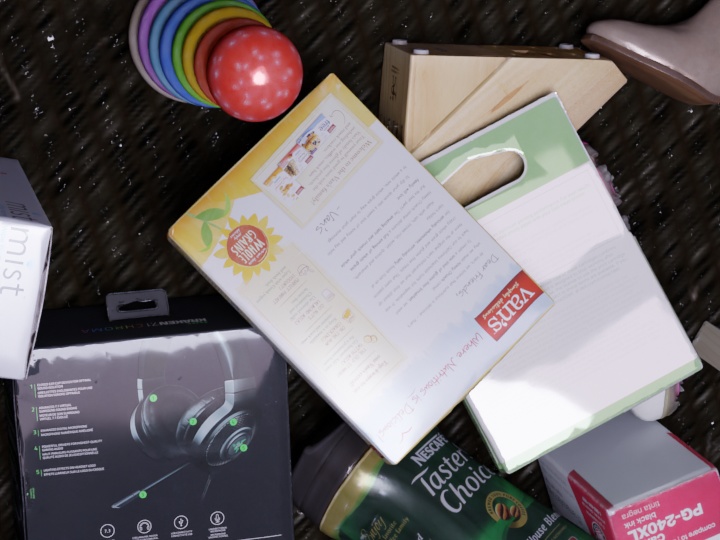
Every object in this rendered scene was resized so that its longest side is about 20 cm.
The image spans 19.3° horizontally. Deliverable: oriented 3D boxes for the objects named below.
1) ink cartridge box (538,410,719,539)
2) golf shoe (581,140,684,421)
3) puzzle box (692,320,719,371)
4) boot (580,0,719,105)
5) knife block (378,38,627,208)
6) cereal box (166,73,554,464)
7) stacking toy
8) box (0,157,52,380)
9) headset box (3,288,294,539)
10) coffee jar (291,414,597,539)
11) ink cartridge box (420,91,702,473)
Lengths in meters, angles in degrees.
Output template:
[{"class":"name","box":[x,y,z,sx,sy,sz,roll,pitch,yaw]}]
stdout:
[{"class":"ink cartridge box","box":[0.203,0.212,1.435,0.083,0.145,0.200,-21,108,-10]},{"class":"golf shoe","box":[0.149,0.018,1.413,0.092,0.073,0.200,-26,104,-5]},{"class":"puzzle box","box":[0.332,0.106,1.451,0.200,0.133,0.025,30,94,-19]},{"class":"boot","box":[0.258,-0.172,1.401,0.200,0.070,0.146,25,92,-22]},{"class":"knife block","box":[0.063,-0.059,1.374,0.200,0.064,0.176,-1,104,-15]},{"class":"cereal box","box":[0.000,0.000,1.294,0.144,0.040,0.200,-44,92,-8]},{"class":"stacking toy","box":[-0.082,-0.127,1.245,0.085,0.200,0.086,-3,104,-14]},{"class":"box","box":[-0.280,-0.014,1.220,0.176,0.200,0.097,8,101,-16]},{"class":"headset box","box":[-0.136,0.113,1.347,0.174,0.093,0.200,-6,105,-13]},{"class":"coffee jar","box":[0.054,0.163,1.367,0.200,0.104,0.085,36,133,11]},{"class":"ink cartridge box","box":[0.107,0.009,1.345,0.145,0.048,0.200,-28,89,-3]}]
